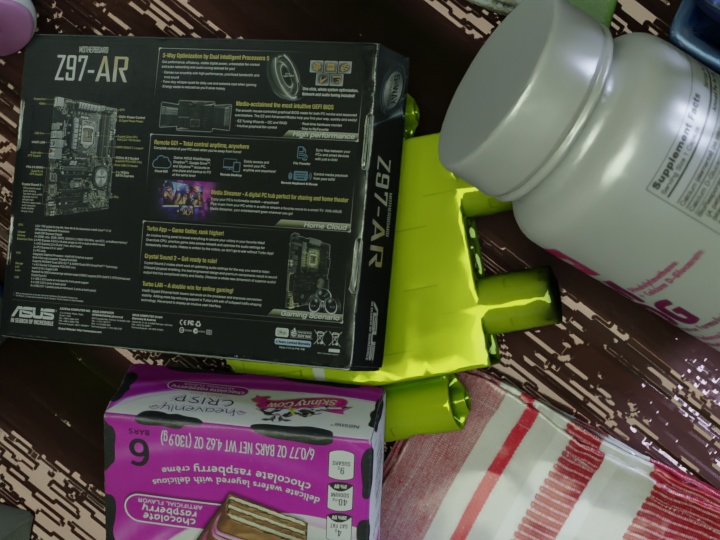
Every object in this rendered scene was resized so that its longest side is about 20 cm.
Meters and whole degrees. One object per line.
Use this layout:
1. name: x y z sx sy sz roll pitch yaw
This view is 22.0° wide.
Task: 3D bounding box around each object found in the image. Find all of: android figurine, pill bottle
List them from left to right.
1. android figurine: 0.000 0.000 0.957 0.200 0.041 0.182 -13 88 16
2. pill bottle: 0.144 -0.042 0.880 0.200 0.113 0.113 30 100 -16

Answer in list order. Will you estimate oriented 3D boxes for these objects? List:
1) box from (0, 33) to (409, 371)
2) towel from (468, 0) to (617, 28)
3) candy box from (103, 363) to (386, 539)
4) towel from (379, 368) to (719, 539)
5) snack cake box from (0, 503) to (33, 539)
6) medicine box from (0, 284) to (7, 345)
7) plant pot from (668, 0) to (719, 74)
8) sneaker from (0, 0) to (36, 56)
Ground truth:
1. box: -0.081 -0.036 0.935 0.200 0.044 0.160 4 88 22
2. towel: 0.062 -0.203 0.891 0.200 0.031 0.149 15 101 -29
3. candy box: -0.060 0.154 0.955 0.136 0.061 0.200 5 115 7
4. towel: 0.100 0.150 0.981 0.200 0.023 0.144 27 100 3
5. snack cake box: -0.242 0.226 0.986 0.067 0.115 0.200 15 97 6
6. medicine box: -0.286 0.066 0.929 0.103 0.200 0.182 42 99 1
7. plant pot: 0.261 -0.154 0.831 0.200 0.180 0.200 29 79 3
8. sneaker: -0.261 -0.143 0.970 0.200 0.080 0.089 -14 70 20
